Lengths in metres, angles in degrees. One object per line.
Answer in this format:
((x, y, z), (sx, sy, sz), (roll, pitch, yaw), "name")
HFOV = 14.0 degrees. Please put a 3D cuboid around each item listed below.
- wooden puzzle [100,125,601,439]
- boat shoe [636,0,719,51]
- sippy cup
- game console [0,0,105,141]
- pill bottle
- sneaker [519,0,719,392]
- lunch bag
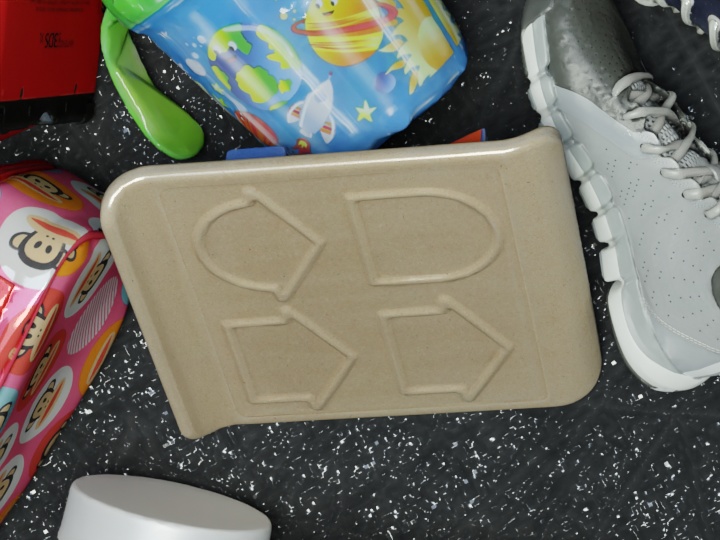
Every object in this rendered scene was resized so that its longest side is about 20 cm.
((0.000, 0.000, 1.312), (0.199, 0.185, 0.046), (-7, 51, 7), "wooden puzzle")
((0.158, -0.127, 1.312), (0.092, 0.075, 0.201), (-14, 84, 15), "boat shoe")
((-0.025, -0.115, 1.312), (0.140, 0.178, 0.130), (-44, 100, -22), "sippy cup")
((-0.191, -0.102, 1.296), (0.118, 0.200, 0.173), (8, 96, 7), "game console")
((-0.106, 0.203, 1.352), (0.114, 0.114, 0.201), (13, 96, 7), "pill bottle")
((0.151, -0.049, 1.294), (0.115, 0.075, 0.200), (-12, 103, 41), "sneaker")
((-0.178, 0.050, 1.319), (0.082, 0.176, 0.200), (29, 98, 5), "lunch bag")
